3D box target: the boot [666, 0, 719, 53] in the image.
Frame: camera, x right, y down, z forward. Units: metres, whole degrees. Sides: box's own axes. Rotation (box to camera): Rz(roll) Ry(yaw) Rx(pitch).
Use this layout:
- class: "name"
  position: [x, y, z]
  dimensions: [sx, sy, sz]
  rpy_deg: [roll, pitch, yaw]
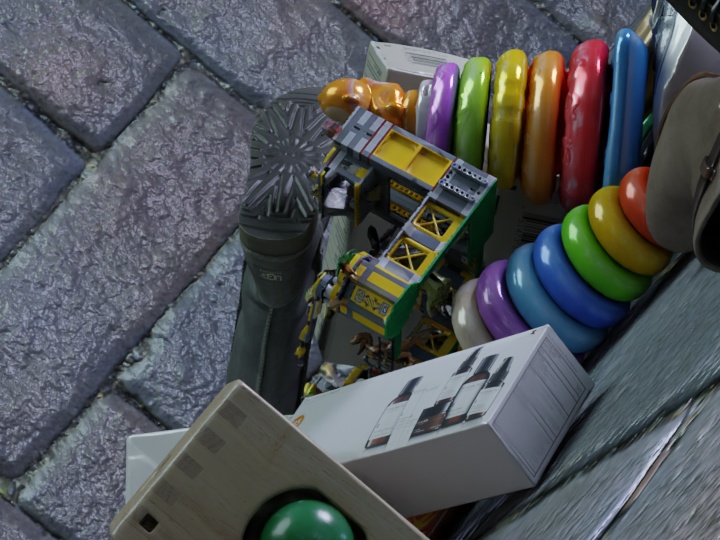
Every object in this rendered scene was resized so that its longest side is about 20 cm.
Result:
- class: "boot"
  position: [0.210, -0.141, 1.472]
  dimensions: [0.078, 0.138, 0.200]
  rpy_deg: [-49, 3, 3]

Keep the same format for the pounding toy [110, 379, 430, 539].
- class: "pounding toy"
  position: [-0.060, 0.150, 1.336]
  dimensions: [0.142, 0.184, 0.200]
  rpy_deg: [-50, 2, -6]

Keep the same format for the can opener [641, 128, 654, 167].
- class: "can opener"
  position: [0.226, -0.111, 1.656]
  dimensions: [0.200, 0.063, 0.079]
  rpy_deg: [-50, -10, 20]

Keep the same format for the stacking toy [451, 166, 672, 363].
- class: "stacking toy"
  position: [0.145, -0.012, 1.528]
  dimensions: [0.200, 0.085, 0.085]
  rpy_deg: [-43, 5, 30]

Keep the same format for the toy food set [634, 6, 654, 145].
- class: "toy food set"
  position: [0.227, -0.137, 1.755]
  dimensions: [0.198, 0.049, 0.200]
  rpy_deg: [-57, -21, 11]

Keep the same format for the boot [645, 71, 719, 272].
- class: "boot"
  position: [0.188, -0.048, 1.339]
  dimensions: [0.146, 0.070, 0.200]
  rpy_deg: [-72, 4, -51]

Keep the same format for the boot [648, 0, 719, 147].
- class: "boot"
  position: [0.208, -0.141, 1.615]
  dimensions: [0.090, 0.072, 0.201]
  rpy_deg: [175, 107, -75]

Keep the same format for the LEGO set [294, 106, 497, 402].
- class: "LEGO set"
  position: [0.000, 0.000, 1.595]
  dimensions: [0.154, 0.116, 0.200]
  rpy_deg: [-55, -18, -19]

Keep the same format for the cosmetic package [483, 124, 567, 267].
- class: "cosmetic package"
  position: [0.102, -0.033, 1.770]
  dimensions: [0.200, 0.073, 0.104]
  rpy_deg: [-113, 35, -78]

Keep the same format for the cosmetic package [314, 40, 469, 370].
- class: "cosmetic package"
  position: [0.024, -0.042, 1.751]
  dimensions: [0.104, 0.073, 0.201]
  rpy_deg: [-109, 30, -73]

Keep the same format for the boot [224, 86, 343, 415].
- class: "boot"
  position: [-0.047, 0.004, 1.729]
  dimensions: [0.182, 0.072, 0.200]
  rpy_deg: [-65, -20, -45]

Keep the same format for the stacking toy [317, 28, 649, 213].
- class: "stacking toy"
  position: [0.072, -0.093, 1.613]
  dimensions: [0.116, 0.199, 0.110]
  rpy_deg: [68, -153, -83]

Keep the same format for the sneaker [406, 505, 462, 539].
- class: "sneaker"
  position: [0.018, 0.153, 1.561]
  dimensions: [0.200, 0.073, 0.077]
  rpy_deg: [-43, -16, -15]

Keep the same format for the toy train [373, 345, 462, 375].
- class: "toy train"
  position: [0.063, 0.071, 1.827]
  dimensions: [0.116, 0.085, 0.200]
  rpy_deg: [-36, 9, 35]

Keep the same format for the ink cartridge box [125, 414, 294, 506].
- class: "ink cartridge box"
  position: [-0.051, 0.145, 1.652]
  dimensions: [0.117, 0.068, 0.200]
  rpy_deg: [-9, -16, 22]

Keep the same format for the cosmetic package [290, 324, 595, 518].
- class: "cosmetic package"
  position: [0.029, 0.092, 1.459]
  dimensions: [0.200, 0.051, 0.083]
  rpy_deg: [-20, 25, 45]
